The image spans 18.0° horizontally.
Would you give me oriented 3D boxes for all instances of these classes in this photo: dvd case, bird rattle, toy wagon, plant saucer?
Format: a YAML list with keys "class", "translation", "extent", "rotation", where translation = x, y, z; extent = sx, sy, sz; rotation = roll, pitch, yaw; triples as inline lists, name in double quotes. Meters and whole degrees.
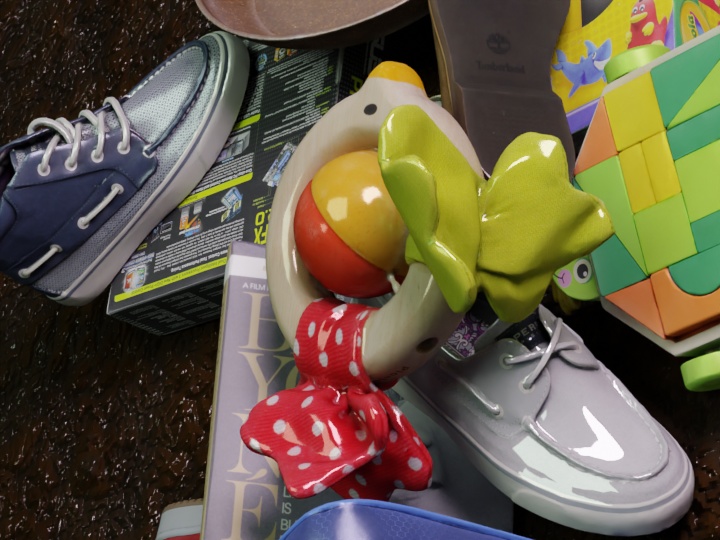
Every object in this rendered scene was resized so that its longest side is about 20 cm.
- class: "dvd case"
  translation: [0.002, 0.087, 1.081]
  extent: [0.016, 0.147, 0.202]
  rotation: [113, 163, -64]
- class: "bird rattle"
  translation: [0.013, 0.003, 1.003]
  extent: [0.201, 0.112, 0.164]
  rotation: [-57, 42, 35]
- class: "toy wagon"
  translation: [0.146, -0.028, 1.001]
  extent: [0.199, 0.039, 0.156]
  rotation: [-26, 70, 42]
- class: "plant saucer"
  translation: [0.003, -0.184, 1.253]
  extent: [0.199, 0.037, 0.201]
  rotation: [-18, 39, 16]

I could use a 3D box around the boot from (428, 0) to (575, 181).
- class: "boot"
  translation: [0.059, -0.096, 1.090]
  extent: [0.076, 0.073, 0.201]
  rotation: [115, 160, -52]

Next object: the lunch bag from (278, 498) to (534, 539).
- class: "lunch bag"
  translation: [0.022, 0.179, 0.949]
  extent: [0.136, 0.199, 0.133]
  rotation: [-46, 39, 32]

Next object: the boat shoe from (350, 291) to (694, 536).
- class: "boat shoe"
  translation: [0.070, 0.043, 1.028]
  extent: [0.072, 0.069, 0.200]
  rotation: [-30, 49, -23]

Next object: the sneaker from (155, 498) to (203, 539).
- class: "sneaker"
  translation: [-0.049, 0.170, 1.151]
  extent: [0.199, 0.071, 0.113]
  rotation: [-20, 52, 54]

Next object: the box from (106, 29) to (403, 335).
- class: "box"
  translation: [-0.062, -0.060, 1.315]
  extent: [0.199, 0.044, 0.161]
  rotation: [-18, 58, 46]

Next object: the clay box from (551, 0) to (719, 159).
- class: "clay box"
  translation: [0.123, -0.152, 1.127]
  extent: [0.115, 0.047, 0.202]
  rotation: [-25, 55, 42]

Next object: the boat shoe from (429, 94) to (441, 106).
- class: "boat shoe"
  translation: [0.000, 0.000, 1.164]
  extent: [0.075, 0.068, 0.201]
  rotation: [38, 111, 20]

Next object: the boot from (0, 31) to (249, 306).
- class: "boot"
  translation: [-0.151, -0.067, 1.316]
  extent: [0.200, 0.090, 0.073]
  rotation: [-52, 38, 19]
